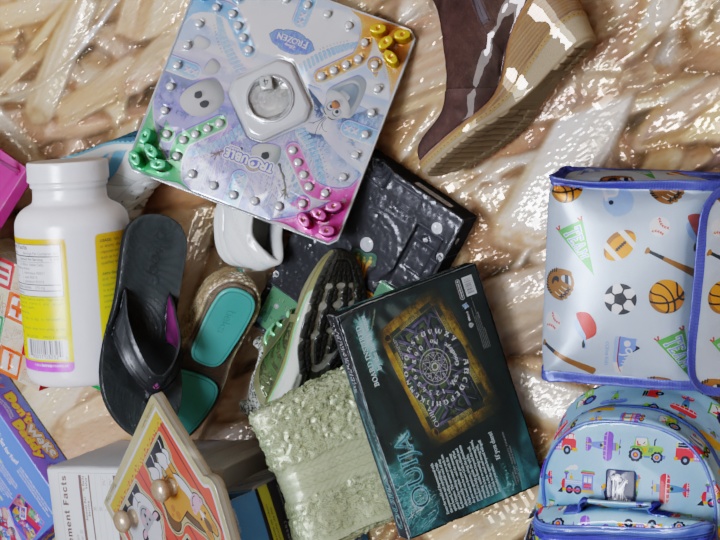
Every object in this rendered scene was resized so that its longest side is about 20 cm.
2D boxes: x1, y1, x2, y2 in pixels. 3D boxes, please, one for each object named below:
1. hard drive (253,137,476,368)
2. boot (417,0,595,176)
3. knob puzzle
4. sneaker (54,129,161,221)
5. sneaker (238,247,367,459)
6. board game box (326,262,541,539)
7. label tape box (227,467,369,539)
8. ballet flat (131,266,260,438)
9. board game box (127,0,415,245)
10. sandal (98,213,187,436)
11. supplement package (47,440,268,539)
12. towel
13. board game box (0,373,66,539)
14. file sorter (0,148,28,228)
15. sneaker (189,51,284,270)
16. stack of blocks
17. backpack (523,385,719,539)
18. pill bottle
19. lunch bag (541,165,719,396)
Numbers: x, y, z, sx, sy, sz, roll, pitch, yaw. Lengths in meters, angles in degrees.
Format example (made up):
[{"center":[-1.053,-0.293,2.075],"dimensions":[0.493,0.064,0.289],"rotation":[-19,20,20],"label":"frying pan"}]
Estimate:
[{"center":[0.000,0.000,1.364],"dimensions":[0.140,0.038,0.200],"rotation":[34,111,19],"label":"hard drive"},{"center":[0.090,-0.195,1.283],"dimensions":[0.200,0.072,0.166],"rotation":[-43,66,27],"label":"boot"},{"center":[-0.157,0.233,1.296],"dimensions":[0.220,0.030,0.220],"rotation":[22,120,47],"label":"knob puzzle"},{"center":[-0.224,-0.086,1.453],"dimensions":[0.200,0.076,0.081],"rotation":[-15,98,36],"label":"sneaker"},{"center":[-0.064,0.065,1.354],"dimensions":[0.089,0.077,0.200],"rotation":[32,107,38],"label":"sneaker"},{"center":[0.064,0.109,1.294],"dimensions":[0.028,0.135,0.200],"rotation":[-2,107,71],"label":"board game box"},{"center":[-0.067,0.249,1.346],"dimensions":[0.066,0.200,0.144],"rotation":[-16,90,30],"label":"label tape box"},{"center":[-0.151,0.080,1.419],"dimensions":[0.070,0.065,0.200],"rotation":[28,110,-20],"label":"ballet flat"},{"center":[-0.079,-0.148,1.324],"dimensions":[0.200,0.026,0.200],"rotation":[21,87,7],"label":"board game box"},{"center":[-0.188,0.049,1.347],"dimensions":[0.048,0.075,0.201],"rotation":[174,98,-66],"label":"sandal"},{"center":[-0.177,0.228,1.447],"dimensions":[0.200,0.117,0.118],"rotation":[-3,97,28],"label":"supplement package"},{"center":[0.016,0.145,1.315],"dimensions":[0.200,0.036,0.149],"rotation":[-21,94,-12],"label":"towel"},{"center":[-0.383,0.200,1.591],"dimensions":[0.134,0.045,0.200],"rotation":[-42,78,26],"label":"board game box"},{"center":[-0.443,-0.096,1.475],"dimensions":[0.200,0.125,0.139],"rotation":[32,89,40],"label":"file sorter"},{"center":[-0.098,-0.098,1.365],"dimensions":[0.088,0.075,0.200],"rotation":[12,116,59],"label":"sneaker"},{"center":[-0.300,0.057,1.517],"dimensions":[0.200,0.059,0.115],"rotation":[21,107,23],"label":"stack of blocks"},{"center":[0.222,0.195,1.227],"dimensions":[0.182,0.134,0.200],"rotation":[4,97,26],"label":"backpack"},{"center":[-0.258,0.000,1.393],"dimensions":[0.104,0.104,0.200],"rotation":[2,99,27],"label":"pill bottle"},{"center":[0.245,0.006,1.194],"dimensions":[0.200,0.124,0.170],"rotation":[5,101,13],"label":"lunch bag"}]
